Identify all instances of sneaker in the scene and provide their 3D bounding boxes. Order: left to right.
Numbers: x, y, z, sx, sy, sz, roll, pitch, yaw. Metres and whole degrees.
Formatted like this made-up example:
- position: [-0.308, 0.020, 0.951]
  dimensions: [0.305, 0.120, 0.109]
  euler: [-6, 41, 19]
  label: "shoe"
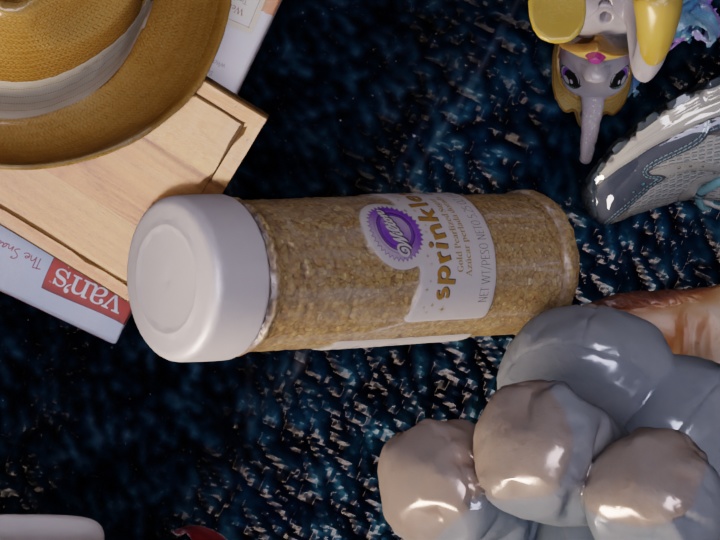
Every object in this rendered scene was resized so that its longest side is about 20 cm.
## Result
- position: [0.197, -0.053, 1.099]
  dimensions: [0.200, 0.078, 0.086]
  euler: [-22, 84, -3]
  label: "sneaker"

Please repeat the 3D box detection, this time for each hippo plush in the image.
- position: [0.119, 0.079, 1.029]
  dimensions: [0.200, 0.161, 0.159]
  euler: [25, 139, 4]
  label: "hippo plush"

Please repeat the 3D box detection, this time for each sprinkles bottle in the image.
- position: [0.000, 0.000, 1.062]
  dimensions: [0.200, 0.068, 0.068]
  euler: [-3, 98, -38]
  label: "sprinkles bottle"

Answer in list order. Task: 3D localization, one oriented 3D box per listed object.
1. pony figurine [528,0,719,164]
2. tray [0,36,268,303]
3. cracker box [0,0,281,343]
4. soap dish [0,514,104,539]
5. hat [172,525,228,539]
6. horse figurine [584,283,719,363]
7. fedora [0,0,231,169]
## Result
- position: [0.098, -0.155, 1.056]
  dimensions: [0.166, 0.200, 0.193]
  euler: [-1, 81, 3]
  label: "pony figurine"
- position: [-0.149, -0.076, 1.052]
  dimensions: [0.200, 0.037, 0.099]
  euler: [31, 94, -4]
  label: "tray"
- position: [-0.124, -0.086, 1.099]
  dimensions: [0.134, 0.058, 0.200]
  euler: [26, 94, -4]
  label: "cracker box"
- position: [-0.203, 0.175, 1.053]
  dimensions: [0.200, 0.081, 0.157]
  euler: [3, 137, -27]
  label: "soap dish"
- position: [0.044, 0.197, 1.074]
  dimensions: [0.166, 0.176, 0.200]
  euler: [-27, 121, 8]
  label: "hat"
- position: [0.197, 0.033, 1.135]
  dimensions: [0.200, 0.050, 0.133]
  euler: [-30, 99, 6]
  label: "horse figurine"
- position: [-0.134, -0.141, 0.993]
  dimensions: [0.201, 0.082, 0.201]
  euler: [5, 70, -15]
  label: "fedora"
